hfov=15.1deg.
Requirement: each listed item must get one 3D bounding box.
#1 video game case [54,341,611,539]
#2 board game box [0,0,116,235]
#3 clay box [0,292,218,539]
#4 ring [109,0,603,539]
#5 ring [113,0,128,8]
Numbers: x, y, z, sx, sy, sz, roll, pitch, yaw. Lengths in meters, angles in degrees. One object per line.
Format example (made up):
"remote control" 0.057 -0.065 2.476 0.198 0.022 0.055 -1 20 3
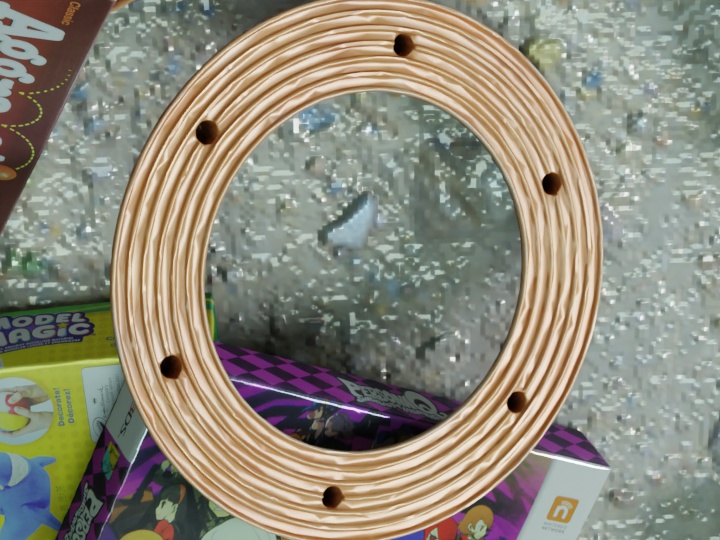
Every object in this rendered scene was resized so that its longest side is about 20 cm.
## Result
"video game case" -0.025 0.126 1.050 0.200 0.036 0.182 16 109 -29
"board game box" -0.152 -0.067 0.922 0.103 0.019 0.200 14 155 -13
"clay box" -0.149 0.076 1.052 0.199 0.048 0.115 -5 120 0
"ring" 0.000 0.000 0.985 0.200 0.019 0.201 -4 98 -27
"ring" -0.136 -0.154 0.858 0.200 0.019 0.201 7 133 7
